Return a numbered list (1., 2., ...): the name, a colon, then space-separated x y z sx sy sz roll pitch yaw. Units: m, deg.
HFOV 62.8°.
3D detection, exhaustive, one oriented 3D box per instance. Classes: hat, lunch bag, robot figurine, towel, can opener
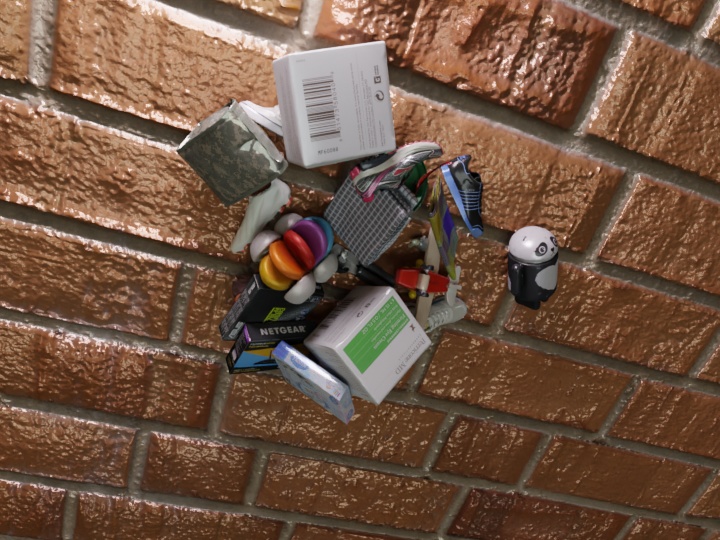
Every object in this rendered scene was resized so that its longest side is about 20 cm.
1. hat: 0.089 -0.168 1.287 0.160 0.177 0.205 1 119 -9
2. lunch bag: -0.251 -0.245 1.200 0.197 0.119 0.165 -13 128 43
3. robot figurine: 0.424 -0.007 1.446 0.121 0.152 0.205 -3 120 9
4. towel: 0.017 -0.129 1.287 0.166 0.085 0.201 49 133 12
5. towel: 0.194 -0.096 1.353 0.022 0.146 0.203 -8 129 21
6. can opener: 0.000 0.000 1.450 0.196 0.054 0.066 28 147 -18

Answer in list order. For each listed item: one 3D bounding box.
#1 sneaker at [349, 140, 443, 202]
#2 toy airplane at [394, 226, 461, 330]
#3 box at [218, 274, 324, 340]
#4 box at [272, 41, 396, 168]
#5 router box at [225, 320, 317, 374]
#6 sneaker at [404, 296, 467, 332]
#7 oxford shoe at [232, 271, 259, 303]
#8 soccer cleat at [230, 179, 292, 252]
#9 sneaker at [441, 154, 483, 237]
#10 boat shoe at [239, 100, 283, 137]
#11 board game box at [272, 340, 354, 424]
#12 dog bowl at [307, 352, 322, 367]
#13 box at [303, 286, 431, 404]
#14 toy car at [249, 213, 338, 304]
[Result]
1. sneaker: 0.077 -0.204 1.190 0.195 0.081 0.077 -23 94 -4
2. toy airplane: 0.154 0.023 1.432 0.138 0.201 0.202 11 137 39
3. box: -0.211 0.095 1.402 0.190 0.048 0.201 5 137 -44
4. box: -0.053 -0.322 1.150 0.194 0.171 0.205 -13 107 -17
5. router box: -0.213 0.187 1.441 0.196 0.052 0.150 -1 142 -36
6. sneaker: 0.182 0.121 1.513 0.194 0.081 0.079 -9 118 -4
7. oxford shoe: -0.213 0.026 1.420 0.195 0.074 0.072 -15 152 -21
8. soccer cleat: -0.237 -0.127 1.339 0.077 0.070 0.200 41 103 -14
9. sneaker: 0.258 -0.171 1.370 0.076 0.071 0.202 -24 119 13
10. boat shoe: -0.160 -0.317 1.241 0.196 0.072 0.067 24 95 -12
11. board game box: -0.108 0.271 1.413 0.044 0.196 0.202 -50 159 -21
12. dog bowl: -0.044 0.211 1.546 0.193 0.059 0.205 -3 119 -5
13. box: 0.013 0.166 1.372 0.199 0.199 0.173 -44 108 -20
14. toy car: -0.133 -0.046 1.301 0.176 0.200 0.150 47 138 1
